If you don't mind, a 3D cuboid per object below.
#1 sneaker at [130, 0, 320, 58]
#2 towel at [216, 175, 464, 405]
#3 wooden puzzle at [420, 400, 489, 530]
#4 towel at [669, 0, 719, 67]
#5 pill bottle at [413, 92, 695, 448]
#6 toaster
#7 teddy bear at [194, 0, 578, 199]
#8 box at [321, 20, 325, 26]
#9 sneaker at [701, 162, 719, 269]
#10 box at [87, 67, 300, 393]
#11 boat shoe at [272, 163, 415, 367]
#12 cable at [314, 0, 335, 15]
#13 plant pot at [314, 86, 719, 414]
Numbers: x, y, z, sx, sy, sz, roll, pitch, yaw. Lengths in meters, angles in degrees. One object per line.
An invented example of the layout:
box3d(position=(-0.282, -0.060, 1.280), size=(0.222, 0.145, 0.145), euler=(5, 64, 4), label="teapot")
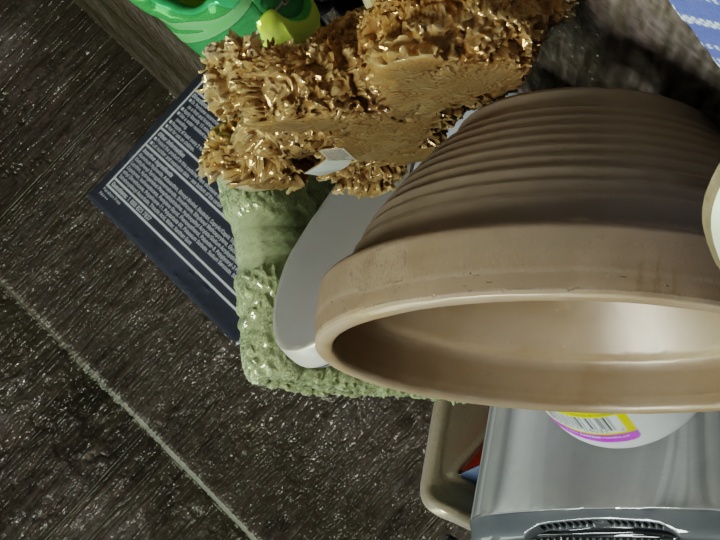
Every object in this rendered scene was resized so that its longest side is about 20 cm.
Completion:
box3d(position=(-0.097, -0.158, 0.706), size=(0.200, 0.074, 0.084), euler=(36, 172, 28), label="sneaker")
box3d(position=(0.000, 0.000, 0.853), size=(0.199, 0.036, 0.150), euler=(7, -110, -50), label="towel")
box3d(position=(0.131, 0.095, 0.999), size=(0.184, 0.201, 0.046), euler=(27, 140, -23), label="wooden puzzle")
box3d(position=(0.144, -0.046, 0.412), size=(0.200, 0.024, 0.145), euler=(43, 176, -29), label="towel")
box3d(position=(0.100, 0.001, 0.764), size=(0.104, 0.104, 0.200), euler=(40, 175, 42), label="pill bottle")
box3d(position=(0.144, 0.107, 0.877), size=(0.198, 0.130, 0.114), euler=(-6, 148, 27), label="toaster")
box3d(position=(0.002, -0.080, 0.637), size=(0.200, 0.144, 0.067), euler=(119, 145, -74), label="teddy bear")
box3d(position=(-0.051, -0.140, 0.905), size=(0.162, 0.049, 0.200), euler=(56, -173, 19), label="box")
box3d(position=(0.168, 0.040, 0.449), size=(0.200, 0.067, 0.090), euler=(49, 176, -42), label="sneaker")
box3d(position=(-0.058, -0.053, 1.183), size=(0.200, 0.199, 0.123), euler=(42, 179, 32), label="box")
box3d(position=(0.029, -0.016, 0.800), size=(0.074, 0.201, 0.093), euler=(-9, 135, 43), label="boat shoe")
box3d(position=(-0.069, -0.200, 0.750), size=(0.163, 0.051, 0.200), euler=(43, 177, 18), label="cable")
box3d(position=(0.083, -0.008, 0.592), size=(0.199, 0.094, 0.201), euler=(3, 164, 1), label="plant pot")
